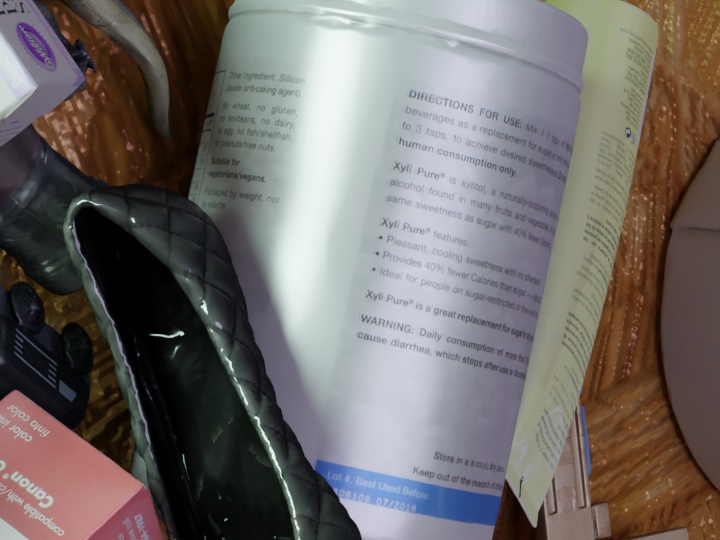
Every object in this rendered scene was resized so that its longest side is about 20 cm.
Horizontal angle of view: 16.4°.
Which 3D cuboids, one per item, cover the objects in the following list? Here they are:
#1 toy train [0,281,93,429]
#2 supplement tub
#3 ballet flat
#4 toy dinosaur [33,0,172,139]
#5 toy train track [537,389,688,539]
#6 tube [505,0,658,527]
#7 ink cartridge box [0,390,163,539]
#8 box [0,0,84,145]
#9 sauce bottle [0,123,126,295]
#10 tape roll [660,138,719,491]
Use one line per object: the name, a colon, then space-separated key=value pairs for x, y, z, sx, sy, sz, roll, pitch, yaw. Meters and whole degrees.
toy train: x=-0.149 y=-0.002 z=0.784 sx=0.200 sy=0.034 sz=0.046 roll=44 pitch=34 yaw=-44
supplement tub: x=0.000 y=0.000 z=0.882 sx=0.132 sy=0.132 sz=0.200 roll=16 pitch=86 yaw=-37
ballet flat: x=-0.048 y=0.064 z=0.788 sx=0.057 sy=0.066 sz=0.200 roll=7 pitch=54 yaw=-54
toy dinosaur: x=-0.110 y=-0.102 z=0.817 sx=0.047 sy=0.088 sz=0.200 roll=-35 pitch=119 yaw=7
toy train track: x=0.074 y=0.082 z=1.013 sx=0.114 sy=0.033 sz=0.201 roll=-8 pitch=94 yaw=-29
tube: x=0.075 y=-0.008 z=0.962 sx=0.058 sy=0.052 sz=0.200 roll=21 pitch=68 yaw=-30
ink cartridge box: x=-0.149 y=0.148 z=0.794 sx=0.200 sy=0.067 sz=0.117 roll=-43 pitch=147 yaw=-25
box: x=-0.158 y=-0.126 z=0.748 sx=0.200 sy=0.039 sz=0.041 roll=56 pitch=19 yaw=3
sauce bottle: x=-0.156 y=-0.062 z=0.800 sx=0.200 sy=0.066 sz=0.066 roll=39 pitch=71 yaw=-35
tape roll: x=0.224 y=0.017 z=1.092 sx=0.202 sy=0.071 sz=0.203 roll=-5 pitch=98 yaw=-37
